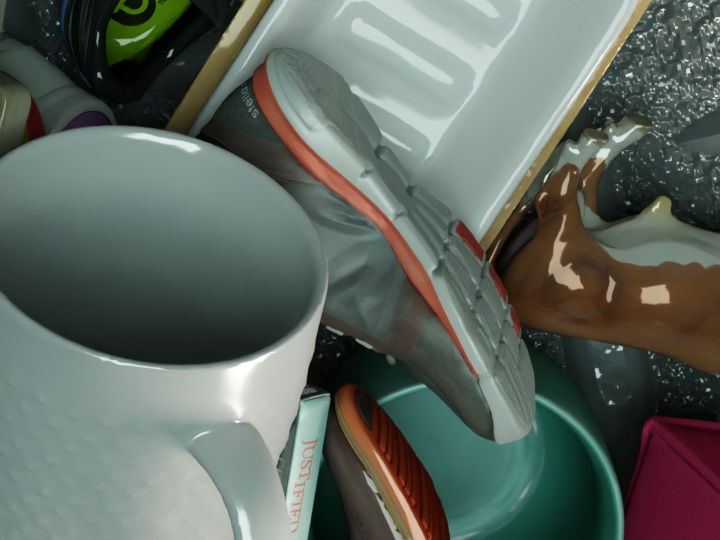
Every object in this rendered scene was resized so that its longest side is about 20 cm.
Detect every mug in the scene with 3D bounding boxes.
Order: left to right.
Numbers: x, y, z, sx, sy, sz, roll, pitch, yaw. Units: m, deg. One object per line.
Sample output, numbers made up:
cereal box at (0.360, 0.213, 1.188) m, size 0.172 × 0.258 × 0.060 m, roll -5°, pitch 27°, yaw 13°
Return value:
mug at (-0.088, 0.070, 1.110) m, size 0.147 × 0.200 × 0.176 m, roll -15°, pitch 138°, yaw -32°
mug at (0.030, 0.091, 1.286) m, size 0.185 × 0.114 × 0.152 m, roll 41°, pitch 102°, yaw -14°

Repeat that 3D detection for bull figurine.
bull figurine at (0.158, -0.002, 1.280) m, size 0.199 × 0.065 × 0.122 m, roll 9°, pitch 111°, yaw -15°

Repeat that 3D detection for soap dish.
soap dish at (0.020, -0.098, 1.240) m, size 0.157 × 0.081 × 0.200 m, roll 30°, pitch 103°, yaw -13°

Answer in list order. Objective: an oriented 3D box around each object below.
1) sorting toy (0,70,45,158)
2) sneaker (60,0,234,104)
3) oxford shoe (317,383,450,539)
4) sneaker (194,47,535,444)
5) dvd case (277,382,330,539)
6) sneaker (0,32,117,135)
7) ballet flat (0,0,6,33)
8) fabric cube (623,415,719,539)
sorting toy at (-0.230, -0.023, 1.206) m, size 0.198 × 0.070 × 0.201 m, roll 27°, pitch 109°, yaw 28°
sneaker at (-0.062, -0.152, 1.199) m, size 0.071 × 0.083 × 0.200 m, roll 25°, pitch 118°, yaw -29°
oxford shoe at (0.011, 0.146, 1.206) m, size 0.072 × 0.071 × 0.201 m, roll -18°, pitch 108°, yaw 9°
sneaker at (0.000, 0.000, 1.194) m, size 0.082 × 0.077 × 0.200 m, roll -35°, pitch 92°, yaw 20°
dvd case at (-0.092, 0.088, 1.245) m, size 0.022 × 0.200 × 0.146 m, roll -6°, pitch 114°, yaw -41°
sneaker at (-0.186, -0.022, 1.265) m, size 0.100 × 0.075 × 0.200 m, roll 44°, pitch 117°, yaw 21°
ballet flat at (-0.172, -0.118, 1.093) m, size 0.067 × 0.201 × 0.064 m, roll -26°, pitch 138°, yaw 37°
fabric cube at (0.228, 0.202, 1.263) m, size 0.199 × 0.199 × 0.197 m, roll 7°, pitch 110°, yaw -29°
